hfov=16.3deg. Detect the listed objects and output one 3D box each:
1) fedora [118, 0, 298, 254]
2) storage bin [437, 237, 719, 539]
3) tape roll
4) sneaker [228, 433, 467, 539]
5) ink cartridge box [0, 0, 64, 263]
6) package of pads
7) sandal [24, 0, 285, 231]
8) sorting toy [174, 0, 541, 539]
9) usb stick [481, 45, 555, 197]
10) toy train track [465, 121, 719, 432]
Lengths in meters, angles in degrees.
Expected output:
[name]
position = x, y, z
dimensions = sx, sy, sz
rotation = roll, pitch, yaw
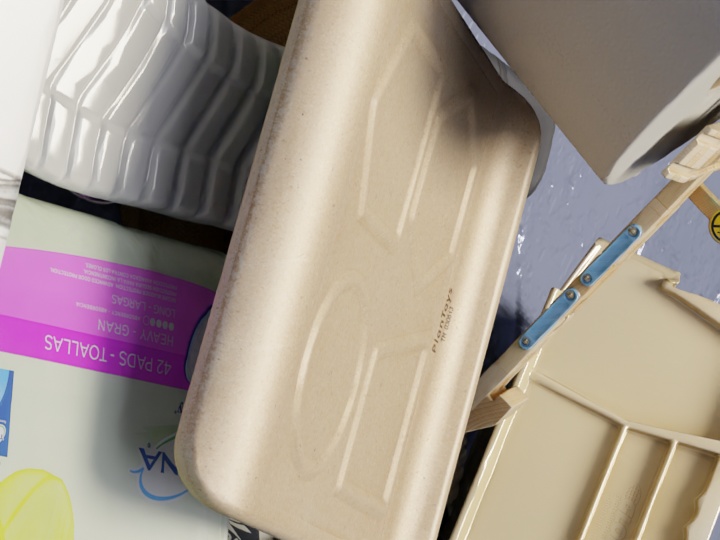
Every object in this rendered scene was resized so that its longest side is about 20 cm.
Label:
[fedora]
position = -0.029, -0.014, 0.914
dimensions = 0.200, 0.082, 0.202
rotation = -15, 110, -47
[storage bin]
position = 0.084, 0.108, 1.044
dimensions = 0.200, 0.093, 0.199
rotation = 99, 15, -79
[tape roll]
position = 0.117, -0.145, 0.846
dimensions = 0.202, 0.139, 0.203
rotation = -37, 173, -5
[sneaker]
position = -0.032, 0.090, 0.960
dimensions = 0.200, 0.079, 0.130
rotation = -60, 154, -2
[ink cartridge box]
position = -0.159, -0.051, 0.656
dimensions = 0.084, 0.146, 0.201
rotation = 10, 96, -49
[package of pads]
position = -0.106, 0.079, 0.746
dimensions = 0.154, 0.068, 0.201
rotation = 17, 73, -52
[sandal]
position = -0.077, -0.057, 0.770
dimensions = 0.202, 0.050, 0.083
rotation = 33, 72, -49
[sorting toy]
position = 0.000, 0.000, 0.825
dimensions = 0.200, 0.036, 0.186
rotation = 37, 67, -67
[usb stick]
position = 0.024, -0.078, 1.014
dimensions = 0.200, 0.032, 0.056
rotation = 29, 80, -55
[toy train track]
position = 0.110, -0.007, 0.911
dimensions = 0.200, 0.033, 0.115
rotation = -46, 171, 18
